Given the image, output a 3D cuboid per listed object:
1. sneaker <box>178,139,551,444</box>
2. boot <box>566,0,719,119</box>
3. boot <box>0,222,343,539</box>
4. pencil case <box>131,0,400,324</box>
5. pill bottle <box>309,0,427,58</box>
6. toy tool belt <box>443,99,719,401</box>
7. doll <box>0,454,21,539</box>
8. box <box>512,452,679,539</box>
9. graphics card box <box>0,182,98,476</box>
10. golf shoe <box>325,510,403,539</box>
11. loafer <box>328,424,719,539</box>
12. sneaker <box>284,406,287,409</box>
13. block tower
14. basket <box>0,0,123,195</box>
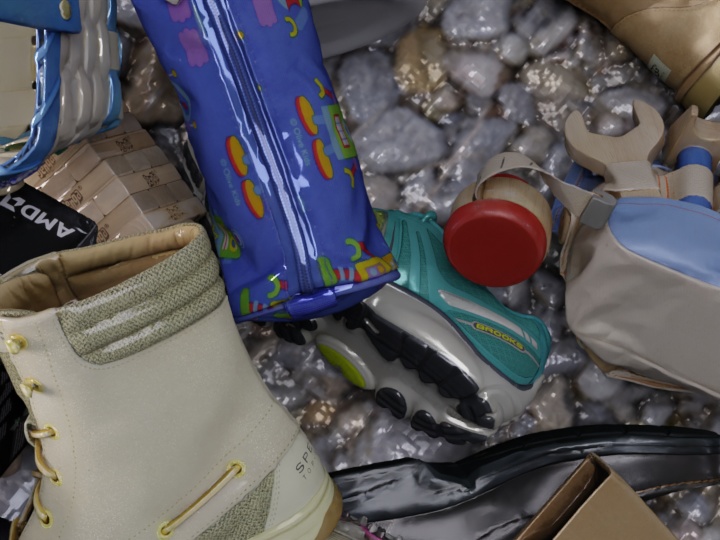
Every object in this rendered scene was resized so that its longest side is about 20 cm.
[{"bbox_3d":[0.000,0.000,1.245,0.200,0.078,0.080,39,51,6],"label":"sneaker"},{"bbox_3d":[0.142,-0.195,1.291,0.200,0.066,0.175,42,78,5],"label":"boot"},{"bbox_3d":[-0.125,0.077,1.085,0.200,0.072,0.155,-24,117,2],"label":"boot"},{"bbox_3d":[-0.047,-0.073,1.146,0.078,0.087,0.200,-18,96,8],"label":"pencil case"},{"bbox_3d":[-0.044,-0.204,1.249,0.116,0.116,0.200,-12,80,-7],"label":"pill bottle"},{"bbox_3d":[0.137,-0.017,1.238,0.200,0.125,0.123,21,39,-7],"label":"toy tool belt"},{"bbox_3d":[-0.173,0.140,1.202,0.200,0.048,0.137,15,68,-4],"label":"doll"},{"bbox_3d":[0.100,0.193,1.158,0.164,0.021,0.200,-48,128,-6],"label":"box"},{"bbox_3d":[-0.187,0.068,1.140,0.051,0.125,0.200,29,53,12],"label":"graphics card box"},{"bbox_3d":[0.030,0.183,1.162,0.092,0.073,0.200,-50,119,-13],"label":"golf shoe"},{"bbox_3d":[0.070,0.113,1.224,0.200,0.073,0.072,-11,88,3],"label":"loafer"},{"bbox_3d":[-0.051,0.102,1.169,0.075,0.088,0.200,-30,91,-54],"label":"sneaker"},{"bbox_3d":[-0.153,-0.078,1.236,0.058,0.054,0.200,-39,83,25],"label":"block tower"},{"bbox_3d":[-0.194,-0.097,1.106,0.176,0.200,0.139,-5,85,28],"label":"basket"}]
